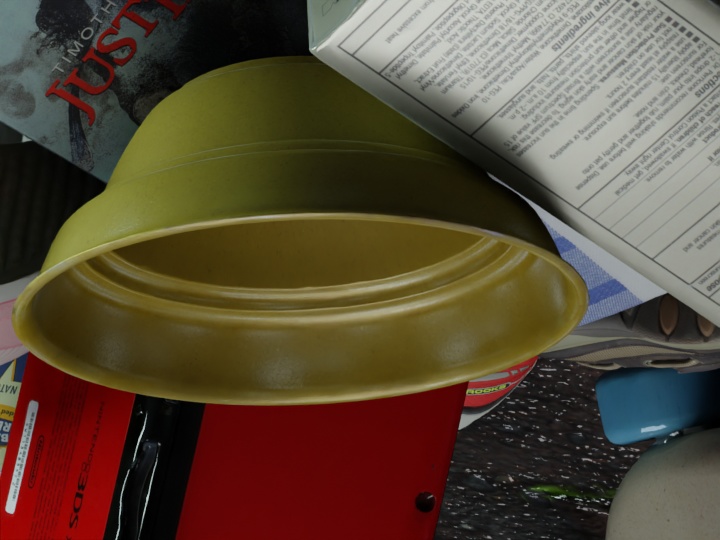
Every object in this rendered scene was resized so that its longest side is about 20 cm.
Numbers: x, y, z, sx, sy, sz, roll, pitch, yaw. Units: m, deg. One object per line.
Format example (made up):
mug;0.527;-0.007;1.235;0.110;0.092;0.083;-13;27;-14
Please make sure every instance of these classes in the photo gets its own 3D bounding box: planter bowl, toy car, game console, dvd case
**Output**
planter bowl;-0.022;-0.021;1.044;0.200;0.084;0.200;-2;160;-1
toy car;0.236;0.119;1.396;0.200;0.185;0.177;-6;173;-40
game console;-0.065;0.099;1.260;0.119;0.200;0.172;15;177;-35
dvd case;-0.069;-0.099;1.059;0.200;0.146;0.022;32;-165;-36

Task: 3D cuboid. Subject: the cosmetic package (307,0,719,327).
cosmetic package;0.088;-0.077;1.001;0.200;0.087;0.103;34;121;-26

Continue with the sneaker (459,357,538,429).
sneaker;0.000;0.000;1.334;0.200;0.077;0.085;25;134;-29

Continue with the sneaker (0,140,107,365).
sneaker;-0.162;-0.002;1.099;0.105;0.075;0.200;-37;161;34

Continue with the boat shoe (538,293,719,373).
boat shoe;0.138;0.005;1.264;0.073;0.075;0.200;18;167;-41

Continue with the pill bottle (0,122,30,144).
pill bottle;-0.183;-0.045;1.246;0.200;0.112;0.112;1;155;25

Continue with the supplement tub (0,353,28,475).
supplement tub;-0.150;0.078;1.398;0.145;0.200;0.145;10;157;4

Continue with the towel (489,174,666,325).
towel;0.120;-0.045;1.135;0.200;0.024;0.147;-25;140;29
